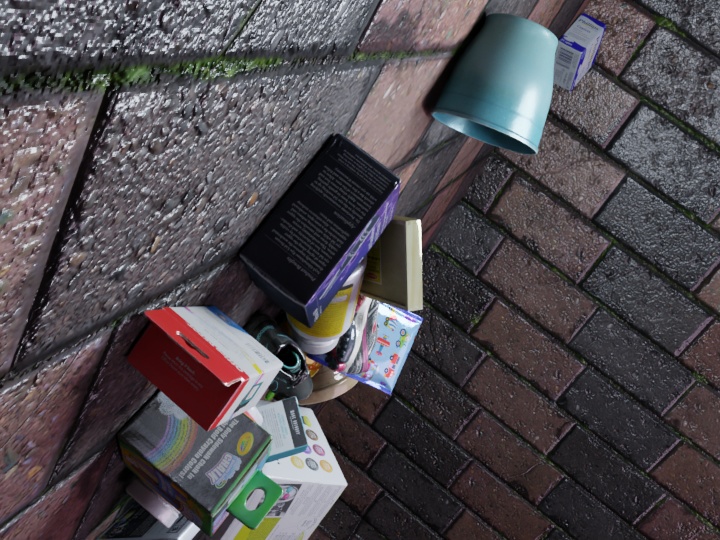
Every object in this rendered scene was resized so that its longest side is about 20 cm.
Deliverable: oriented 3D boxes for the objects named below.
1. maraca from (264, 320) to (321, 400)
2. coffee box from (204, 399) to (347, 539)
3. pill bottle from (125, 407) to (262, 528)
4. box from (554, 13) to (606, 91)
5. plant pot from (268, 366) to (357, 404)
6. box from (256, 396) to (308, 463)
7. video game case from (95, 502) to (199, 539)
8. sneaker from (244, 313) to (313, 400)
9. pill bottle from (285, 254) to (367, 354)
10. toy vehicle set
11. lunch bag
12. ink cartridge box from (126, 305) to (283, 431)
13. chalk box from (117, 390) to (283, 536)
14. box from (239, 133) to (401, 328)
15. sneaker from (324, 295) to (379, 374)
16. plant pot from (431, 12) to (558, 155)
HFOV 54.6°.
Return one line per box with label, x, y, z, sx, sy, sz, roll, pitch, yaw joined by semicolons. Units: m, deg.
maraca;-0.124;0.160;1.281;0.137;0.106;0.202;-47;170;-50
coffee box;-0.180;0.390;1.320;0.195;0.201;0.202;19;113;-38
pill bottle;-0.241;0.262;1.014;0.201;0.108;0.109;-51;172;-24
box;0.805;-0.811;2.594;0.200;0.104;0.185;-48;158;-26
plant pot;-0.100;0.185;1.436;0.201;0.197;0.095;-41;125;-59
box;-0.188;0.272;1.113;0.196;0.084;0.049;-12;157;-18
video game case;-0.291;0.371;1.102;0.178;0.024;0.200;-14;-166;28
sneaker;-0.119;0.156;1.104;0.075;0.079;0.201;-46;138;-17
pill bottle;-0.057;0.037;1.058;0.111;0.110;0.202;-47;160;-39
toy vehicle set;0.024;-0.021;1.044;0.026;0.199;0.127;-8;103;-30
lunch bag;-0.004;0.111;1.240;0.198;0.093;0.153;30;82;-40
ink cartridge box;-0.167;0.100;0.747;0.068;0.115;0.200;-53;172;4
chalk box;-0.193;0.247;0.896;0.125;0.199;0.124;-48;171;-31
box;-0.048;-0.045;0.889;0.201;0.104;0.148;-53;173;-11
sneaker;0.003;0.073;1.165;0.080;0.074;0.204;25;-83;56
plant pot;0.244;-0.326;1.202;0.200;0.196;0.192;-12;123;-78
